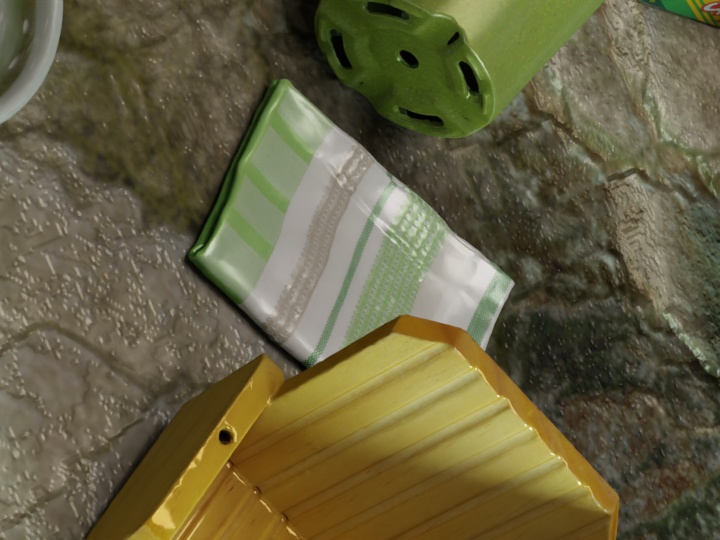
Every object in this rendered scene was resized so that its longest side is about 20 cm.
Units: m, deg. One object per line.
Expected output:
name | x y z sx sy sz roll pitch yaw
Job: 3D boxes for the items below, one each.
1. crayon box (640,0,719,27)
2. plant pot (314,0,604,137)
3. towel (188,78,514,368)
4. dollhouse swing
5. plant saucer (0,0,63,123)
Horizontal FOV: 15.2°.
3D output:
crayon box | 0.301 -0.208 1.866 0.199 0.127 0.051 11 66 -41
plant pot | 0.070 -0.186 1.601 0.200 0.200 0.190 46 58 -22
towel | 0.000 0.000 1.550 0.200 0.031 0.150 42 48 -25
dollhouse swing | -0.001 0.152 1.358 0.200 0.176 0.182 47 54 -17
plant saucer | -0.242 -0.155 1.357 0.200 0.050 0.201 19 62 -39
